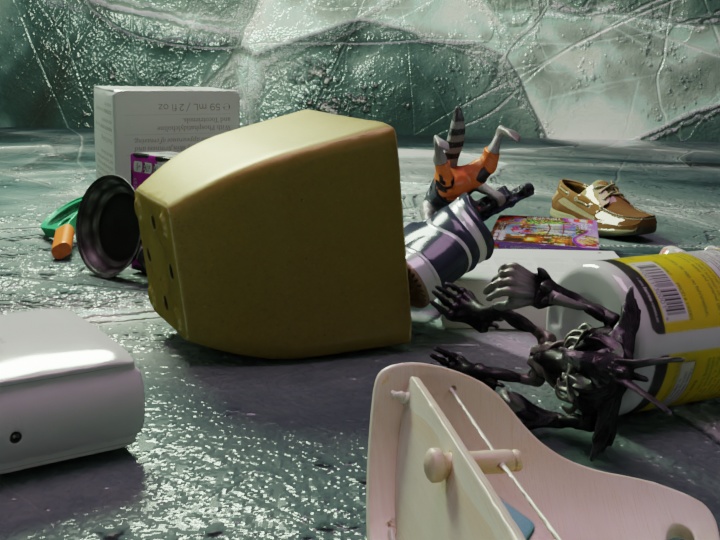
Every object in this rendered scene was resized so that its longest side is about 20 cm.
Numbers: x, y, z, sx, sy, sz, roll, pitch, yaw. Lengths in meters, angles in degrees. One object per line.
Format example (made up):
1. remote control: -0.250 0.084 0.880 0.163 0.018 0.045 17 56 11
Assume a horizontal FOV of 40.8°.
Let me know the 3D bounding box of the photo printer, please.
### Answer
1. photo printer: -0.263 0.080 0.633 0.198 0.071 0.166 -7 16 -34

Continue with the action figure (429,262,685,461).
1. action figure: 0.119 0.061 0.674 0.101 0.121 0.199 12 -4 -32

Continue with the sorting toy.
1. sorting toy: 0.102 0.128 0.428 0.177 0.108 0.200 7 12 -10

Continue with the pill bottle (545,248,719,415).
1. pill bottle: 0.253 0.043 0.748 0.197 0.116 0.114 -4 14 -25

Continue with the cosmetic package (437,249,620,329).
1. cosmetic package: 0.178 0.016 0.993 0.197 0.052 0.151 1 16 2

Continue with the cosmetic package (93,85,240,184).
1. cosmetic package: -0.258 -0.141 1.288 0.165 0.203 0.166 -5 13 -24

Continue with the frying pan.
1. frying pan: -0.252 -0.044 1.077 0.188 0.117 0.031 12 5 35

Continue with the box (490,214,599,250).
1. box: 0.236 -0.035 1.246 0.135 0.040 0.200 5 13 12

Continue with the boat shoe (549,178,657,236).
1. boat shoe: 0.355 -0.097 1.445 0.075 0.075 0.199 -7 15 -31

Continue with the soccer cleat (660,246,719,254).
1. soccer cleat: 0.260 0.023 0.862 0.198 0.087 0.068 -6 15 -31

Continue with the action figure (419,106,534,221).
1. action figure: 0.147 -0.121 1.302 0.198 0.195 0.105 -23 61 -30

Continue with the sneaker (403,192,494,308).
1. sneaker: 0.052 -0.030 0.946 0.108 0.071 0.200 -34 26 -15

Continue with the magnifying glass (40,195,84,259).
1. magnifying glass: -0.385 -0.056 1.269 0.079 0.023 0.200 -29 21 -2

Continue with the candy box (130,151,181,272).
1. candy box: -0.172 -0.055 1.074 0.198 0.139 0.061 11 14 37

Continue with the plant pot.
1. plant pot: -0.091 -0.028 0.874 0.198 0.197 0.195 -13 18 -24
